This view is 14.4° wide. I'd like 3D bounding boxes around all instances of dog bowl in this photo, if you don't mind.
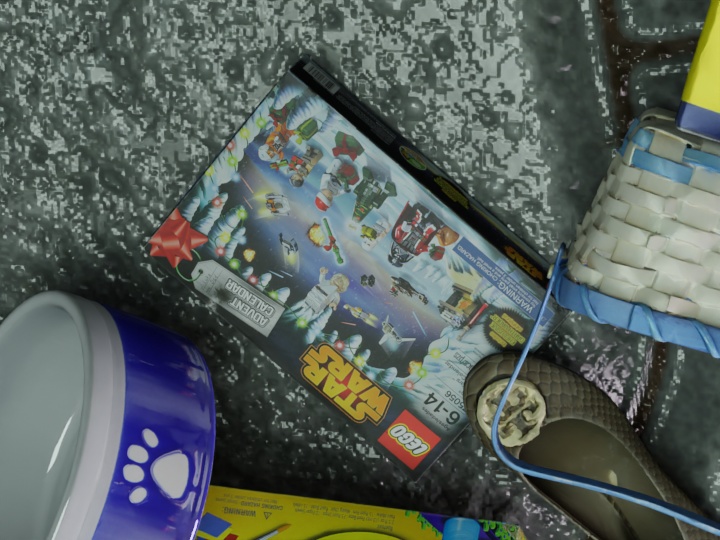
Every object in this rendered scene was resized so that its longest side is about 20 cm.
[{"bbox_3d":[-0.160,0.116,1.537,0.079,0.200,0.200,19,115,-27],"label":"dog bowl"}]

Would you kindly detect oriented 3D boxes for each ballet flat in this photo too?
[{"bbox_3d":[0.132,0.120,1.529,0.067,0.046,0.200,-39,106,22],"label":"ballet flat"}]

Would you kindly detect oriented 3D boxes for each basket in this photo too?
[{"bbox_3d":[0.176,0.031,1.451,0.176,0.139,0.200,19,96,3],"label":"basket"}]

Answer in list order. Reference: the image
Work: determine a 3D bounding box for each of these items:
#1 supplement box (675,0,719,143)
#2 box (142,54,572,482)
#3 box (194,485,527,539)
[{"bbox_3d":[0.238,-0.158,1.400,0.109,0.109,0.200,18,110,8],"label":"supplement box"},{"bbox_3d":[0.000,0.000,1.548,0.200,0.040,0.137,40,113,0],"label":"box"},{"bbox_3d":[-0.018,0.230,1.534,0.200,0.122,0.193,5,72,13],"label":"box"}]
